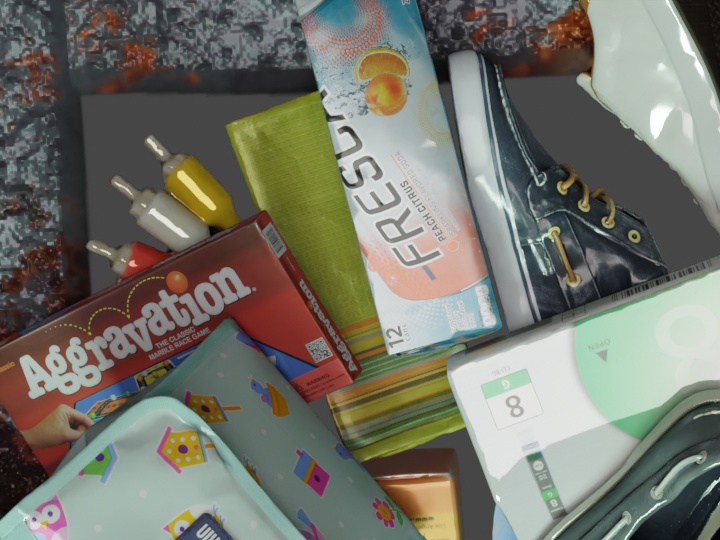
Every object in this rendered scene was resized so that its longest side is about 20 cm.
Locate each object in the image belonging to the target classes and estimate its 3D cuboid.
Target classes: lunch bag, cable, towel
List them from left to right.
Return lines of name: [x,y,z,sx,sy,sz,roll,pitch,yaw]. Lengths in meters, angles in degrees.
lunch bag: [-0.078,0.141,1.183,0.122,0.200,0.170,-40,91,28]
cable: [-0.056,0.013,1.293,0.200,0.050,0.097,29,92,-1]
towel: [0.000,0.000,1.280,0.086,0.018,0.200,-20,89,-15]

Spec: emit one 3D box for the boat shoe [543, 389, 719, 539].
boat shoe: [0.140,0.151,1.207,0.073,0.062,0.200,29,110,-16]

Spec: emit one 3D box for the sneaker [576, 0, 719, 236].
sneaker: [0.171,-0.090,1.267,0.085,0.073,0.200,-12,109,40]

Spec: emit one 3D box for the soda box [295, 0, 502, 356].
soda box: [0.020,-0.056,1.243,0.064,0.068,0.200,-15,87,2]

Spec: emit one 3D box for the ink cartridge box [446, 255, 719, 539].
ink cartridge box: [0.153,0.111,1.238,0.161,0.050,0.200,-21,94,7]

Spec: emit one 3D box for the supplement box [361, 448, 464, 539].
supplement box: [0.030,0.204,1.313,0.069,0.067,0.200,-6,98,5]

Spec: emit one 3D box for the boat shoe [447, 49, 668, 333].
boat shoe: [0.109,-0.031,1.272,0.091,0.071,0.200,-15,104,4]

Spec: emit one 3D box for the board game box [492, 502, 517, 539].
board game box: [0.171,0.134,1.300,0.200,0.039,0.158,-2,107,-1]

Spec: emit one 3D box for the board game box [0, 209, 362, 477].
board game box: [-0.107,0.051,1.283,0.200,0.019,0.103,-26,102,27]
